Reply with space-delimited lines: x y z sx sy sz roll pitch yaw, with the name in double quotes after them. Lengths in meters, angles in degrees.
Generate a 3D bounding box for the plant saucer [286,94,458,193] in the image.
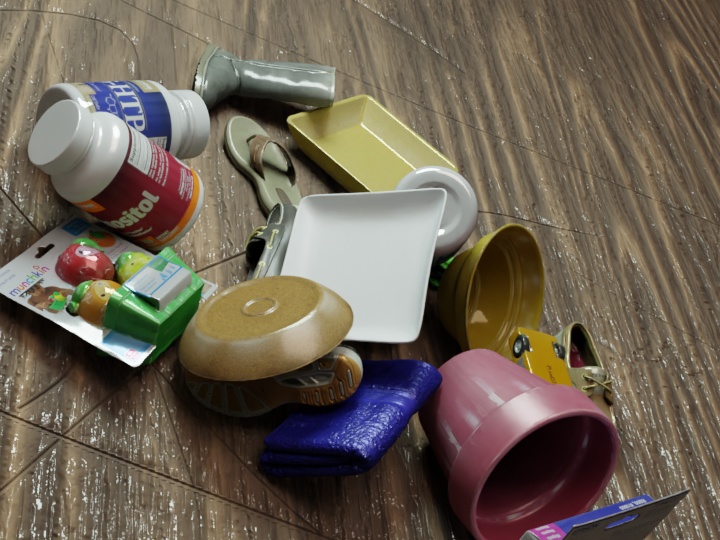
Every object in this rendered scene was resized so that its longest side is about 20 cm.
0.013 -0.165 1.994 0.200 0.049 0.200 41 37 20 "plant saucer"

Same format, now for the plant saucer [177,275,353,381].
-0.108 0.054 1.511 0.199 0.036 0.200 -9 26 4 "plant saucer"

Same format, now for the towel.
-0.011 0.158 1.521 0.200 0.147 0.050 -45 122 -54 "towel"

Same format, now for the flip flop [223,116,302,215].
-0.122 -0.142 1.866 0.081 0.058 0.200 1 45 -35 "flip flop"

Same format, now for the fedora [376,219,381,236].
0.000 0.000 1.723 0.091 0.201 0.201 -14 46 -3 "fedora"

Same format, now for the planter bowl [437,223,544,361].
0.158 0.035 1.793 0.083 0.201 0.200 9 21 36 "planter bowl"

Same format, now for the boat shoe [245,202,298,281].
-0.113 -0.021 1.713 0.060 0.072 0.202 23 38 -17 "boat shoe"

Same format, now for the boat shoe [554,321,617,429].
0.294 0.150 1.803 0.074 0.067 0.200 10 40 -26 "boat shoe"

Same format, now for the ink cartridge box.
0.230 0.297 1.464 0.196 0.200 0.043 -6 49 -41 "ink cartridge box"

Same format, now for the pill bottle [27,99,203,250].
-0.287 -0.113 1.604 0.200 0.113 0.113 35 24 -44 "pill bottle"

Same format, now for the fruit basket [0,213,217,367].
-0.284 0.012 1.535 0.200 0.094 0.185 32 35 8 "fruit basket"

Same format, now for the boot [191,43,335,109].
-0.136 -0.260 1.961 0.199 0.073 0.182 16 37 -5 "boot"

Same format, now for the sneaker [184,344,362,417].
-0.094 0.117 1.535 0.199 0.076 0.088 1 13 8 "sneaker"

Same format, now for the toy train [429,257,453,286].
0.073 -0.030 1.888 0.200 0.042 0.056 35 25 6 "toy train"

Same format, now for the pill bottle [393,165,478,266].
0.087 -0.064 1.758 0.111 0.111 0.200 31 -6 1 "pill bottle"

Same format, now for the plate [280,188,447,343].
-0.001 0.000 1.596 0.032 0.199 0.201 48 47 -50 "plate"

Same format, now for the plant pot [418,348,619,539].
0.164 0.191 1.572 0.199 0.201 0.179 1 29 -34 "plant pot"

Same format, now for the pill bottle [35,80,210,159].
-0.296 -0.180 1.735 0.199 0.120 0.120 -10 52 -43 "pill bottle"

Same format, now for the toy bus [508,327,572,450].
0.229 0.166 1.725 0.065 0.078 0.200 13 39 -22 "toy bus"
